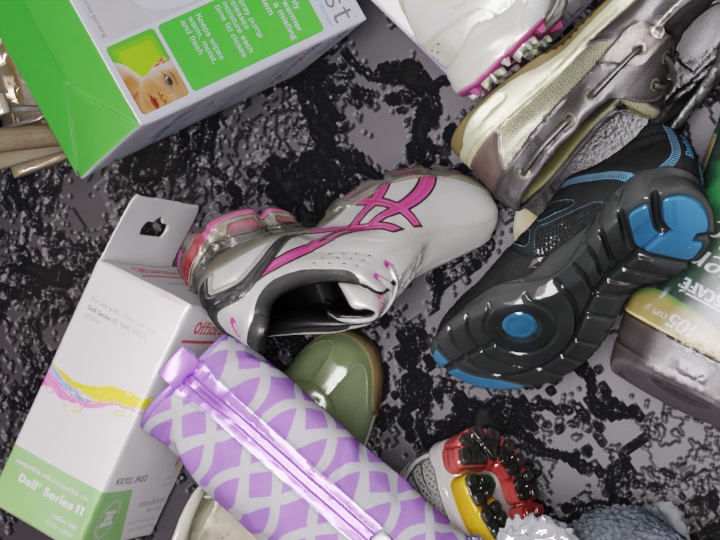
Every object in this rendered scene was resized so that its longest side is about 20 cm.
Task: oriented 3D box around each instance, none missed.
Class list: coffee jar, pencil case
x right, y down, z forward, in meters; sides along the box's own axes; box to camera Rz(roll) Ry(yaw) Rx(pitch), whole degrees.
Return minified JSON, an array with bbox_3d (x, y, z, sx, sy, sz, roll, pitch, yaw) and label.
[{"bbox_3d":[0.223,-0.011,1.154,0.104,0.085,0.200,26,96,12],"label":"coffee jar"},{"bbox_3d":[-0.031,0.121,1.137,0.200,0.085,0.084,39,91,5],"label":"pencil case"}]

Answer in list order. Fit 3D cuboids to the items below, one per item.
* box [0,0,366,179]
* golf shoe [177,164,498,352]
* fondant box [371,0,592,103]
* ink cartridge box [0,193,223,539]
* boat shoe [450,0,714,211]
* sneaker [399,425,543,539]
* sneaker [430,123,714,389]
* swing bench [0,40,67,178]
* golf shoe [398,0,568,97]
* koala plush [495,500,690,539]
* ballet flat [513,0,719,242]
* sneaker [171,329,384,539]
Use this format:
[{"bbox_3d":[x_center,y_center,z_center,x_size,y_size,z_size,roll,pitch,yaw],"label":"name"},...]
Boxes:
[{"bbox_3d":[-0.126,-0.184,1.172,0.176,0.097,0.200,-28,89,-34],"label":"box"},{"bbox_3d":[0.000,0.000,1.167,0.200,0.073,0.092,-16,48,-25],"label":"golf shoe"},{"bbox_3d":[0.090,-0.218,1.197,0.144,0.058,0.200,45,100,8],"label":"fondant box"},{"bbox_3d":[-0.131,0.060,1.214,0.067,0.117,0.200,26,96,16],"label":"ink cartridge box"},{"bbox_3d":[0.144,-0.110,1.132,0.201,0.072,0.066,-38,77,9],"label":"boat shoe"},{"bbox_3d":[0.084,0.192,1.201,0.082,0.078,0.200,-24,89,38],"label":"sneaker"},{"bbox_3d":[0.121,-0.003,1.155,0.073,0.082,0.200,37,124,-25],"label":"sneaker"},{"bbox_3d":[-0.250,-0.157,1.222,0.130,0.200,0.199,-26,81,55],"label":"swing bench"},{"bbox_3d":[0.104,-0.190,1.130,0.200,0.075,0.092,-45,80,8],"label":"golf shoe"},{"bbox_3d":[0.158,0.219,1.114,0.184,0.177,0.200,-43,63,42],"label":"koala plush"},{"bbox_3d":[0.151,-0.085,1.184,0.066,0.057,0.200,37,98,10],"label":"ballet flat"},{"bbox_3d":[-0.054,0.126,1.212,0.067,0.090,0.200,33,96,11],"label":"sneaker"}]
